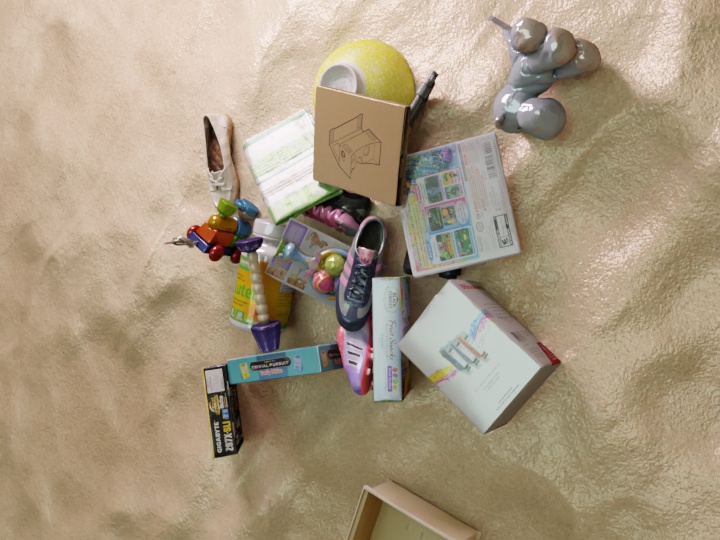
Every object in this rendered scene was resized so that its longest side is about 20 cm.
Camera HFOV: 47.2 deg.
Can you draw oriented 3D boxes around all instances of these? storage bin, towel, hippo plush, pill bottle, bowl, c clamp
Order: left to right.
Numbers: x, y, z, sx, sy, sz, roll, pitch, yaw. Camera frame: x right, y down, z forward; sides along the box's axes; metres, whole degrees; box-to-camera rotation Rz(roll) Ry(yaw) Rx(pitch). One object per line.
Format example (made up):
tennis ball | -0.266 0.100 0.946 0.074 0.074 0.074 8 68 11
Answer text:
pill bottle | -0.176 0.010 1.545 0.110 0.111 0.203 15 98 28
towel | -0.125 -0.189 1.508 0.148 0.031 0.202 -27 61 5
bowl | -0.015 -0.315 1.453 0.198 0.107 0.204 0 90 30
storage bin | 0.077 0.497 1.417 0.198 0.093 0.201 23 101 27
c clamp | 0.075 -0.250 1.375 0.027 0.171 0.201 32 114 0
hippo plush | 0.257 -0.291 1.270 0.198 0.159 0.163 25 102 26

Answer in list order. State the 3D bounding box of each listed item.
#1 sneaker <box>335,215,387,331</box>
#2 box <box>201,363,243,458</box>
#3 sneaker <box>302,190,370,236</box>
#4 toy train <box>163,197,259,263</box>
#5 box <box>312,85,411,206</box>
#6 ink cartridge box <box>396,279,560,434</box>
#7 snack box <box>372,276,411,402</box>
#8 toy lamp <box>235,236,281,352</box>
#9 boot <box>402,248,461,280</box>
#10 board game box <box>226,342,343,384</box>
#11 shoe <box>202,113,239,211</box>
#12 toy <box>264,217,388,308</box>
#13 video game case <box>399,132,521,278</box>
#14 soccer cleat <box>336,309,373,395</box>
sneaker | 0.000 0.000 1.401 0.069 0.082 0.203 11 74 1
box | -0.257 0.258 1.550 0.049 0.200 0.162 -10 86 -6
sneaker | -0.065 -0.139 1.514 0.198 0.079 0.096 26 82 26
toy train | -0.275 -0.086 1.552 0.084 0.199 0.117 38 103 23
box | -0.003 -0.209 1.370 0.198 0.021 0.166 22 117 38
ink cartridge box | 0.189 0.132 1.314 0.200 0.145 0.145 45 106 21
snack box | 0.054 0.113 1.395 0.052 0.142 0.204 -1 90 9
toy lamp | -0.179 0.044 1.464 0.057 0.058 0.203 -4 101 29
boot | 0.091 -0.078 1.412 0.197 0.076 0.171 13 93 22
board game box | -0.117 0.165 1.491 0.198 0.150 0.048 -12 84 28
shoe | -0.285 -0.213 1.637 0.069 0.053 0.203 -6 88 29
toy | -0.062 0.004 1.465 0.198 0.047 0.116 27 105 -4
video game case | 0.154 -0.106 1.344 0.179 0.024 0.203 -13 84 14
soccer cleat | -0.010 0.136 1.409 0.075 0.201 0.067 -3 130 7
